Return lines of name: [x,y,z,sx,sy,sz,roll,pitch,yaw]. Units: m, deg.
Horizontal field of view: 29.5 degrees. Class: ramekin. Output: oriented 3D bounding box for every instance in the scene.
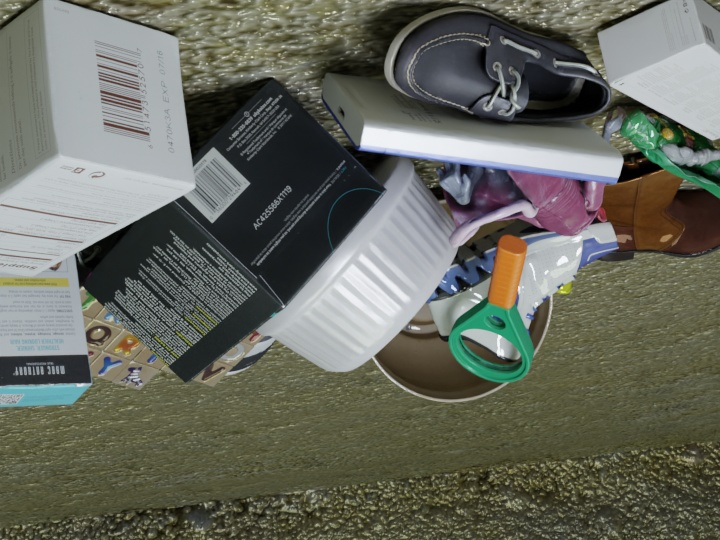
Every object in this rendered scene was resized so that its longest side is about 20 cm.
ramekin: [0.000,0.000,1.206,0.094,0.203,0.202,42,145,-10]

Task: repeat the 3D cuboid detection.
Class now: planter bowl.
planter bowl: [0.079,0.020,1.396,0.199,0.202,0.135,-6,-170,-12]

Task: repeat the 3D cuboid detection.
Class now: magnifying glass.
magnifying glass: [0.122,0.037,1.211,0.079,0.022,0.200,20,147,12]

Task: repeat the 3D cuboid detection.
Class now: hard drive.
hard drive: [0.080,-0.108,1.028,0.199,0.026,0.132,6,-158,-17]

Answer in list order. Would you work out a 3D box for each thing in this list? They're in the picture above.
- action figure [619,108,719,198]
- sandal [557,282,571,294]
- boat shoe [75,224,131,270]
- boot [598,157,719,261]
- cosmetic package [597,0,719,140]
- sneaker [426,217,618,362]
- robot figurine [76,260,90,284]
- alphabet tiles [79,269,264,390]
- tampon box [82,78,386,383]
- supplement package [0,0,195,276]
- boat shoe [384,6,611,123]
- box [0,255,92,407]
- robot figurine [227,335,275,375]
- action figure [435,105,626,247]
action figure: [0.298,-0.108,1.237,0.199,0.118,0.055,13,120,-44]
sandal: [0.185,-0.010,1.515,0.086,0.080,0.200,-8,162,10]
boat shoe: [-0.235,-0.034,1.214,0.199,0.068,0.072,-7,164,-4]
boot: [0.322,-0.082,1.416,0.187,0.069,0.200,-4,157,7]
cosmetic package: [0.275,-0.161,1.103,0.082,0.051,0.199,-23,159,32]
sneaker: [0.151,0.020,1.307,0.198,0.116,0.081,-19,-163,0]
robot figurine: [-0.322,0.035,1.304,0.199,0.114,0.170,-2,-165,-23]
alphabet tiles: [-0.183,0.052,1.265,0.199,0.008,0.167,24,123,-40]
tampon box: [-0.106,-0.027,1.096,0.150,0.126,0.200,-50,-172,-34]
supplement package: [-0.225,-0.085,0.958,0.199,0.118,0.117,-23,159,39]
boat shoe: [0.106,-0.144,0.998,0.199,0.063,0.073,0,118,-41]
box: [-0.269,0.005,1.080,0.082,0.201,0.049,1,156,-31]
robot figurine: [-0.136,0.033,1.392,0.149,0.126,0.200,5,160,-14]
action figure: [0.165,-0.074,1.187,0.134,0.150,0.200,-27,143,30]
